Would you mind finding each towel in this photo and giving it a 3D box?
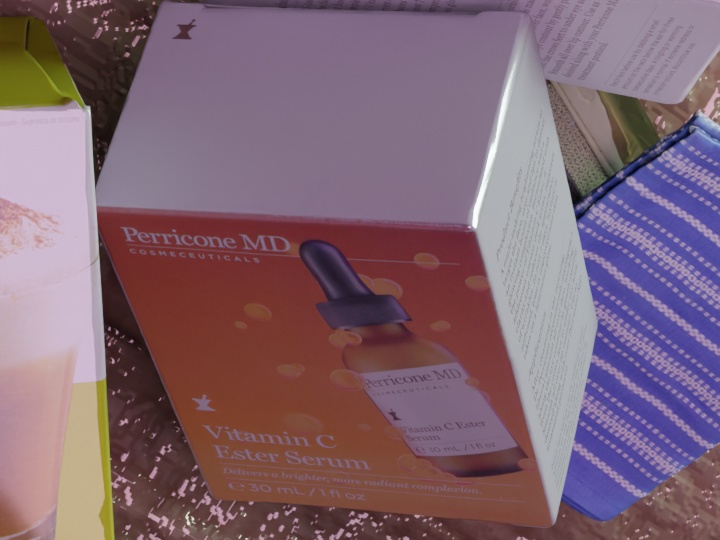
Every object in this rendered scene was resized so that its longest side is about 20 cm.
[{"bbox_3d":[0.124,0.028,1.204,0.145,0.024,0.200,35,125,-23],"label":"towel"}]

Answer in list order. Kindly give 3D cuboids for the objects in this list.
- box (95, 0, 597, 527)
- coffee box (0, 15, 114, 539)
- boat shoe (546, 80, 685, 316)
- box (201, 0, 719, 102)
[{"bbox_3d":[0.000,0.000,1.090,0.152,0.107,0.200,3,144,17],"label":"box"},{"bbox_3d":[-0.204,0.017,1.046,0.199,0.200,0.198,-4,105,-10],"label":"coffee box"},{"bbox_3d":[0.099,-0.039,1.212,0.066,0.072,0.201,-17,125,18],"label":"boat shoe"},{"bbox_3d":[0.051,-0.170,1.077,0.200,0.106,0.153,12,72,-5],"label":"box"}]
